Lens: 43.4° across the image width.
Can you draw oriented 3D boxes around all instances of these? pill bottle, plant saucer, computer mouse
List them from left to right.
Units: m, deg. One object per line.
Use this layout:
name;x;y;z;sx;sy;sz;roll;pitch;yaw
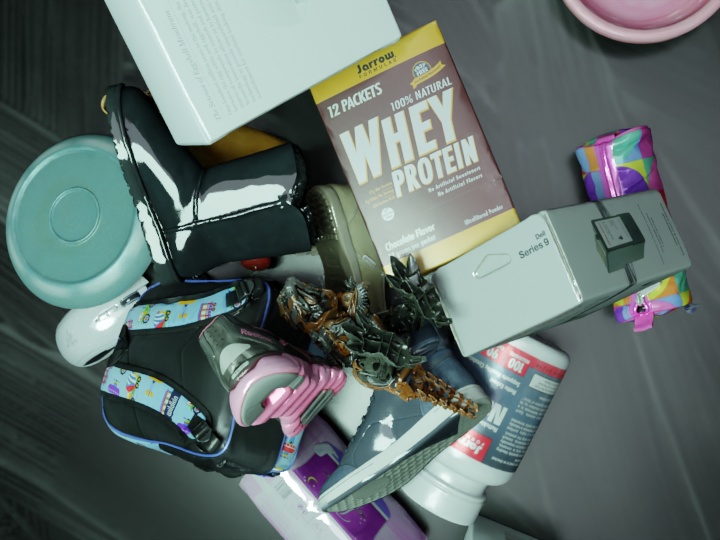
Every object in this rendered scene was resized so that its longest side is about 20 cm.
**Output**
plant saucer;-0.317;-0.059;1.019;0.196;0.027;0.204;-2;79;12
computer mouse;-0.268;0.042;1.026;0.199;0.044;0.110;-36;87;7
pill bottle;0.122;0.151;0.935;0.118;0.120;0.203;26;94;7
plant saucer;0.293;-0.335;0.939;0.197;0.051;0.205;0;92;8

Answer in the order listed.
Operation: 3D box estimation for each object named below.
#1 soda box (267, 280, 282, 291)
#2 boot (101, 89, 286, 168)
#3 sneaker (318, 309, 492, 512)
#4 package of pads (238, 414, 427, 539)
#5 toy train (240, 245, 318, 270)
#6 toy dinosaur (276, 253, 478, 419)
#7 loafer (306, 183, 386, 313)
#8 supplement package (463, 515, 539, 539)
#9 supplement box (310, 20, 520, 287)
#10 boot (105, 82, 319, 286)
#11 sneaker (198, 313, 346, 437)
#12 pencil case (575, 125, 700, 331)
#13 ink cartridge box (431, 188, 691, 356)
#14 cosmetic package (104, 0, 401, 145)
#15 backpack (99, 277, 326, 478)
soda box;-0.160;0.095;1.002;0.199;0.063;0.071;-36;86;6
boot;-0.164;-0.135;0.956;0.198;0.144;0.072;14;87;8
sneaker;0.016;0.132;0.894;0.202;0.077;0.147;-40;60;13
package of pads;-0.027;0.255;0.954;0.200;0.120;0.076;48;115;4
toy train;-0.113;-0.054;0.959;0.196;0.116;0.086;1;75;5
toy dinosaur;0.019;0.061;0.809;0.197;0.136;0.104;17;59;-8
loafer;0.000;0.000;0.963;0.068;0.075;0.203;-24;111;-29
supplement package;0.135;0.382;0.939;0.116;0.117;0.203;20;94;7
supplement box;0.061;-0.105;0.900;0.131;0.197;0.203;-23;87;8
boot;-0.136;-0.097;0.863;0.165;0.076;0.204;-16;100;0
sneaker;-0.077;0.083;0.773;0.095;0.200;0.079;42;88;20
pencil case;0.280;-0.044;0.926;0.087;0.088;0.204;-14;86;8
ink cartridge box;0.184;0.001;0.829;0.145;0.198;0.085;-33;75;45
cosmetic package;-0.106;-0.241;0.767;0.198;0.122;0.202;-32;109;-20
backpack;-0.154;0.102;0.897;0.197;0.134;0.186;2;69;36
